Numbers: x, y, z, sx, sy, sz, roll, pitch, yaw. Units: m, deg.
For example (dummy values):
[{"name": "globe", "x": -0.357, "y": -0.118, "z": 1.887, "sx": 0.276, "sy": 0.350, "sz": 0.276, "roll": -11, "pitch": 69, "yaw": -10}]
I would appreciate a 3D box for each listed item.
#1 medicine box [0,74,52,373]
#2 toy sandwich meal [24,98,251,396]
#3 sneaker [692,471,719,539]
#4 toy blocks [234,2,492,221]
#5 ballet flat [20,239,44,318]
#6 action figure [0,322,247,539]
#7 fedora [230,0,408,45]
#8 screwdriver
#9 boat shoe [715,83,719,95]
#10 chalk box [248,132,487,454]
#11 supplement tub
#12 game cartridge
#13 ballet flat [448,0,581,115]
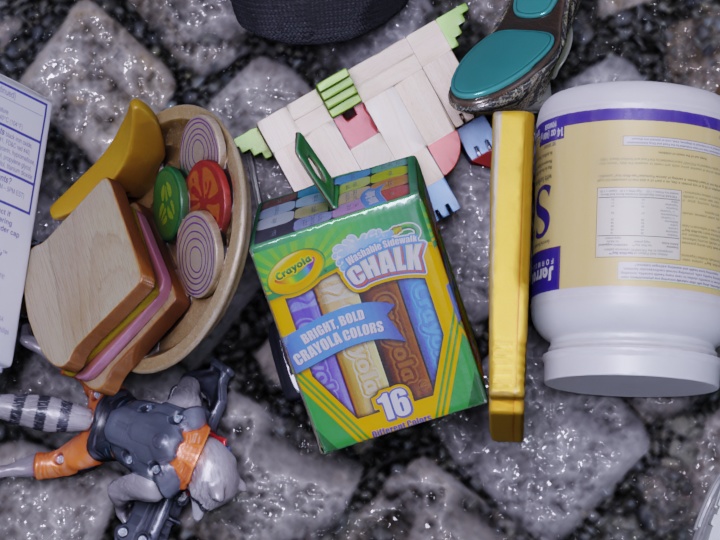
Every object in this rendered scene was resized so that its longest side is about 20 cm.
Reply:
[{"name": "medicine box", "x": -0.327, "y": -0.034, "z": 1.490, "sx": 0.181, "sy": 0.103, "sz": 0.202, "roll": -5, "pitch": 71, "yaw": 38}, {"name": "toy sandwich meal", "x": -0.154, "y": -0.021, "z": 1.432, "sx": 0.204, "sy": 0.070, "sz": 0.207, "roll": -18, "pitch": 66, "yaw": 46}, {"name": "sneaker", "x": 0.258, "y": 0.232, "z": 1.457, "sx": 0.080, "sy": 0.076, "sz": 0.202, "roll": 23, "pitch": 83, "yaw": -1}, {"name": "toy blocks", "x": 0.022, "y": -0.083, "z": 1.534, "sx": 0.199, "sy": 0.100, "sz": 0.137, "roll": -30, "pitch": 90, "yaw": -1}, {"name": "ballet flat", "x": -0.254, "y": 0.003, "z": 1.542, "sx": 0.198, "sy": 0.074, "sz": 0.075, "roll": 1, "pitch": 79, "yaw": 5}, {"name": "action figure", "x": -0.176, "y": 0.142, "z": 1.493, "sx": 0.192, "sy": 0.105, "sz": 0.202, "roll": 12, "pitch": 78, "yaw": 16}, {"name": "fedora", "x": -0.029, "y": -0.222, "z": 1.545, "sx": 0.198, "sy": 0.201, "sz": 0.092, "roll": -2, "pitch": 114, "yaw": 4}, {"name": "screwdriver", "x": -0.068, "y": -0.001, "z": 1.550, "sx": 0.029, "sy": 0.028, "sz": 0.202, "roll": -24, "pitch": 74, "yaw": 29}, {"name": "boat shoe", "x": 0.292, "y": -0.049, "z": 1.516, "sx": 0.064, "sy": 0.072, "sz": 0.202, "roll": 8, "pitch": 71, "yaw": -31}, {"name": "chalk box", "x": 0.000, "y": 0.000, "z": 1.453, "sx": 0.123, "sy": 0.125, "sz": 0.202, "roll": -16, "pitch": 106, "yaw": 5}, {"name": "supplement tub", "x": 0.191, "y": -0.019, "z": 1.471, "sx": 0.144, "sy": 0.145, "sz": 0.202, "roll": 2, "pitch": 80, "yaw": 5}, {"name": "game cartridge", "x": 0.105, "y": 0.009, "z": 1.457, "sx": 0.032, "sy": 0.176, "sz": 0.202, "roll": 0, "pitch": 79, "yaw": 4}, {"name": "ballet flat", "x": 0.124, "y": -0.160, "z": 1.516, "sx": 0.067, "sy": 0.076, "sz": 0.201, "roll": 5, "pitch": 47, "yaw": 28}]
